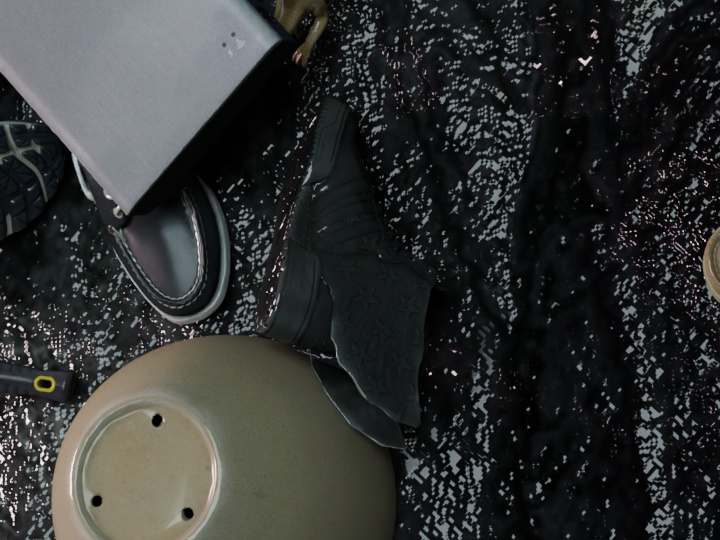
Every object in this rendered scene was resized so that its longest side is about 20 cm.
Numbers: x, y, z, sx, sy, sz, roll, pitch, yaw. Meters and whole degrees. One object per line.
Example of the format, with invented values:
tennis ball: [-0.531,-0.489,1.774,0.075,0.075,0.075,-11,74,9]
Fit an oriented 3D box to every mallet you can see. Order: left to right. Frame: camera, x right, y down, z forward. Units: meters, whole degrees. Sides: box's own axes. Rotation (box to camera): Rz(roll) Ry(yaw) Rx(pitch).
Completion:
mallet: [-0.270,0.067,1.684,0.199,0.041,0.066,15,90,17]

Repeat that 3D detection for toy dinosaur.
toy dinosaur: [-0.030,-0.193,1.616,0.058,0.101,0.201,8,84,17]

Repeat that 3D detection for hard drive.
hard drive: [-0.148,-0.151,1.594,0.200,0.033,0.140,48,109,16]

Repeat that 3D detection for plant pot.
plant pot: [-0.094,0.125,1.553,0.199,0.134,0.201,-4,77,18]

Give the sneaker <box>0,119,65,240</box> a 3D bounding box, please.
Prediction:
sneaker: [-0.278,-0.049,1.688,0.199,0.078,0.086,-24,31,-4]

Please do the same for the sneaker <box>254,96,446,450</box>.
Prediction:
sneaker: [0.001,-0.002,1.585,0.104,0.060,0.200,21,53,-11]

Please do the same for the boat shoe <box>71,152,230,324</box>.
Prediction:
boat shoe: [-0.137,-0.063,1.649,0.075,0.060,0.201,-29,70,11]

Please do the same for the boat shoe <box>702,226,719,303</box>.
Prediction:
boat shoe: [0.274,-0.037,1.493,0.199,0.066,0.074,-24,71,13]
